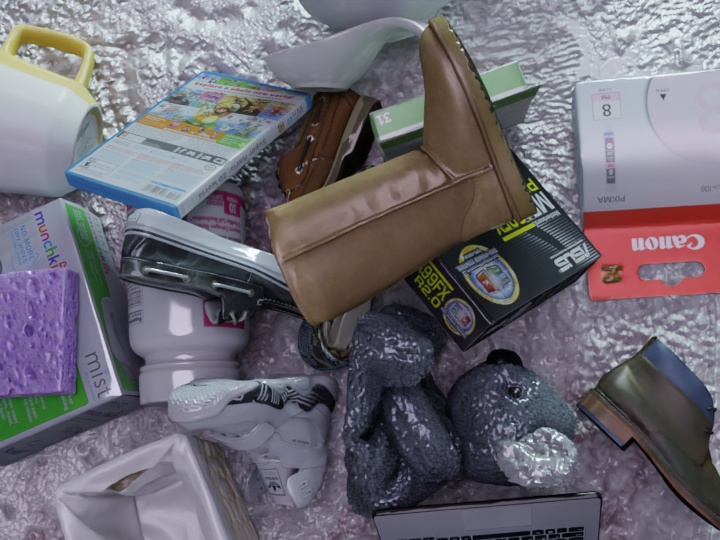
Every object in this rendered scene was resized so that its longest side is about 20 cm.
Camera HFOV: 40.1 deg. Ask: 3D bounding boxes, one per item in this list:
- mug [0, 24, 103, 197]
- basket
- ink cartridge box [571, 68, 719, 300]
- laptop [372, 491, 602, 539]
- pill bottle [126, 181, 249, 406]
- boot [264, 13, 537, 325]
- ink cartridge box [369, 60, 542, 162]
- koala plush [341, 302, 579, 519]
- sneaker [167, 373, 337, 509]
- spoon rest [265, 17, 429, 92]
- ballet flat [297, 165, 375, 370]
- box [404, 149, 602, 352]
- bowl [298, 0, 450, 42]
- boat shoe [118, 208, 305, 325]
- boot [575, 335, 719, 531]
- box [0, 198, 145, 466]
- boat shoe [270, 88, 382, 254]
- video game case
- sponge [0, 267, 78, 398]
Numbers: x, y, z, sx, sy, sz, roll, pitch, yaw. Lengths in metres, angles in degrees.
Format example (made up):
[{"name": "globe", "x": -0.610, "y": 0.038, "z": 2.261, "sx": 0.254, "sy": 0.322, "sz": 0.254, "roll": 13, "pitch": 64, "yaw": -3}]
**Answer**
[{"name": "mug", "x": -0.336, "y": -0.159, "z": 0.975, "sx": 0.151, "sy": 0.149, "sz": 0.189, "roll": 14, "pitch": 89, "yaw": 2}, {"name": "basket", "x": -0.164, "y": 0.262, "z": 0.883, "sx": 0.134, "sy": 0.123, "sz": 0.202, "roll": -23, "pitch": 77, "yaw": 4}, {"name": "ink cartridge box", "x": 0.285, "y": -0.081, "z": 0.918, "sx": 0.160, "sy": 0.057, "sz": 0.203, "roll": -4, "pitch": 75, "yaw": 7}, {"name": "laptop", "x": 0.116, "y": 0.288, "z": 0.835, "sx": 0.185, "sy": 0.201, "sz": 0.117, "roll": -7, "pitch": 52, "yaw": 6}, {"name": "pill bottle", "x": -0.161, "y": 0.023, "z": 0.929, "sx": 0.112, "sy": 0.113, "sz": 0.203, "roll": -5, "pitch": 80, "yaw": 7}, {"name": "boot", "x": 0.014, "y": -0.074, "z": 0.756, "sx": 0.198, "sy": 0.066, "sz": 0.177, "roll": -24, "pitch": 90, "yaw": 11}, {"name": "ink cartridge box", "x": 0.080, "y": -0.142, "z": 0.879, "sx": 0.144, "sy": 0.200, "sz": 0.049, "roll": -19, "pitch": 86, "yaw": 4}, {"name": "koala plush", "x": 0.093, "y": 0.134, "z": 0.854, "sx": 0.197, "sy": 0.177, "sz": 0.186, "roll": 7, "pitch": 94, "yaw": 9}, {"name": "sneaker", "x": -0.087, "y": 0.151, "z": 0.863, "sx": 0.074, "sy": 0.199, "sz": 0.117, "roll": -2, "pitch": 86, "yaw": 34}, {"name": "spoon rest", "x": -0.001, "y": -0.196, "z": 0.901, "sx": 0.198, "sy": 0.099, "sz": 0.061, "roll": 7, "pitch": 98, "yaw": 37}, {"name": "ballet flat", "x": 0.000, "y": 0.000, "z": 0.930, "sx": 0.073, "sy": 0.074, "sz": 0.203, "roll": 15, "pitch": 88, "yaw": 10}, {"name": "box", "x": 0.106, "y": -0.034, "z": 0.869, "sx": 0.161, "sy": 0.199, "sz": 0.044, "roll": 51, "pitch": 132, "yaw": 14}, {"name": "bowl", "x": 0.022, "y": -0.280, "z": 0.948, "sx": 0.198, "sy": 0.091, "sz": 0.202, "roll": -9, "pitch": 36, "yaw": 7}, {"name": "boat shoe", "x": -0.118, "y": 0.014, "z": 0.858, "sx": 0.198, "sy": 0.072, "sz": 0.072, "roll": 21, "pitch": 75, "yaw": -21}, {"name": "boot", "x": 0.295, "y": 0.150, "z": 0.862, "sx": 0.200, "sy": 0.075, "sz": 0.097, "roll": 41, "pitch": 91, "yaw": 14}, {"name": "box", "x": -0.315, "y": 0.063, "z": 0.955, "sx": 0.175, "sy": 0.097, "sz": 0.202, "roll": -22, "pitch": 77, "yaw": 6}, {"name": "boat shoe", "x": -0.047, "y": -0.085, "z": 0.959, "sx": 0.067, "sy": 0.072, "sz": 0.202, "roll": 21, "pitch": 73, "yaw": 15}, {"name": "video game case", "x": -0.158, "y": -0.124, "z": 0.925, "sx": 0.142, "sy": 0.018, "sz": 0.200, "roll": 17, "pitch": 46, "yaw": 31}, {"name": "sponge", "x": -0.354, "y": 0.062, "z": 0.897, "sx": 0.197, "sy": 0.030, "sz": 0.113, "roll": -5, "pitch": 79, "yaw": 10}]
